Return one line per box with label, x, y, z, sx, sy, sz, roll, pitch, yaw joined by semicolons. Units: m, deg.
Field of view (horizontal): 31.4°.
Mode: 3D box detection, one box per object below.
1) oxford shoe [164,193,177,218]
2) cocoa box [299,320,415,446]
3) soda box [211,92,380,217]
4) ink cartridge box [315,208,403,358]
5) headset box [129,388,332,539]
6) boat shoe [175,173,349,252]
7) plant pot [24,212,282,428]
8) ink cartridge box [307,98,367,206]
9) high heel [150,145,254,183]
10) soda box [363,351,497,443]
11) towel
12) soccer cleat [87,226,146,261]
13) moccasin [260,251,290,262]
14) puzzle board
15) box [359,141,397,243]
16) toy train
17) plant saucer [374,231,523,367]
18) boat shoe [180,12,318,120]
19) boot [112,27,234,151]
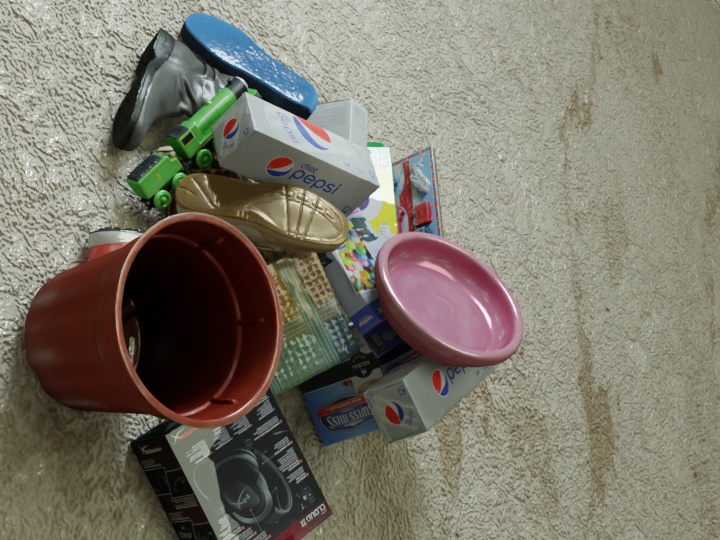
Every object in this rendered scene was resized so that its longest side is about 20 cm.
oxford shoe;-0.163;-0.006;1.506;0.071;0.071;0.201;-33;98;-55
cocoa box;0.028;0.124;1.648;0.200;0.133;0.132;-22;90;-57
soda box;-0.073;-0.131;1.488;0.199;0.068;0.064;21;40;-40
ink cartridge box;0.000;0.000;1.551;0.201;0.042;0.119;57;30;4
headset box;-0.132;0.233;1.377;0.149;0.077;0.201;-33;100;-41
boat shoe;-0.113;-0.057;1.460;0.199;0.069;0.074;15;56;-2
plant pot;-0.214;0.058;1.254;0.200;0.195;0.202;11;75;-45
ink cartridge box;-0.050;-0.117;1.678;0.050;0.108;0.201;26;62;-59
high heel;-0.171;-0.075;1.554;0.199;0.071;0.144;7;87;-40
soda box;0.087;0.130;1.535;0.200;0.063;0.069;-34;98;-54
towel;-0.114;0.072;1.470;0.199;0.022;0.147;-26;95;-20
soccer cleat;-0.203;-0.002;1.412;0.199;0.068;0.074;6;80;-29
moccasin;-0.106;-0.006;1.547;0.078;0.074;0.202;-31;108;-20
puzzle board;0.046;-0.059;1.764;0.017;0.150;0.201;26;51;-46
box;-0.011;-0.096;1.742;0.117;0.048;0.201;0;62;-10
toy train;-0.189;-0.149;1.474;0.200;0.042;0.057;-48;127;-22
plant saucer;0.098;0.042;1.520;0.200;0.051;0.201;23;36;-18
boat shoe;-0.153;-0.248;1.648;0.200;0.069;0.084;39;46;1
boot;-0.209;-0.193;1.516;0.131;0.070;0.201;32;47;-20
